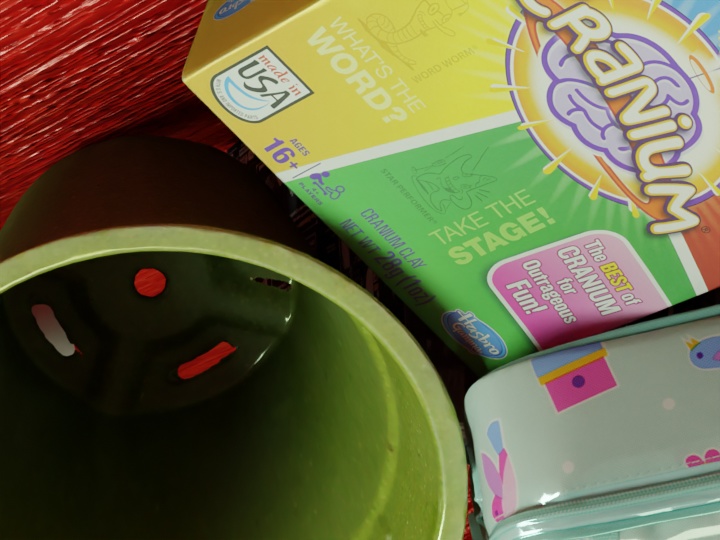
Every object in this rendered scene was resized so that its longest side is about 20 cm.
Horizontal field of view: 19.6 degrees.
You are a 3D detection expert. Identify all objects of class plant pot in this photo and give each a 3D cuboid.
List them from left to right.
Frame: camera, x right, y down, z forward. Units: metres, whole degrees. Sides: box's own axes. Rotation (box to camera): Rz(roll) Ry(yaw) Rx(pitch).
[{"bbox_3d":[-0.073,0.039,0.750,0.200,0.200,0.190,-22,-155,4],"label":"plant pot"}]

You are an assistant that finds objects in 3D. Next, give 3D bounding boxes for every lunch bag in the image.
[{"bbox_3d":[0.113,0.075,0.718,0.160,0.077,0.200,-15,159,4],"label":"lunch bag"}]

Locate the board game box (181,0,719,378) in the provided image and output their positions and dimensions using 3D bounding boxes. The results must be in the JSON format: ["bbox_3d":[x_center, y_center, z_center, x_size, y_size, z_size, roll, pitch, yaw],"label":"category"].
[{"bbox_3d":[0.071,-0.058,0.607,0.200,0.153,0.040,-25,-147,35],"label":"board game box"}]

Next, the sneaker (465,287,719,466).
[{"bbox_3d":[0.112,0.015,0.772,0.085,0.077,0.200,7,154,-27],"label":"sneaker"}]

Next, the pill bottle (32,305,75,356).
[{"bbox_3d":[-0.215,0.057,0.828,0.113,0.114,0.200,-25,175,39],"label":"pill bottle"}]

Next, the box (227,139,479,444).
[{"bbox_3d":[0.000,0.000,0.849,0.050,0.158,0.200,1,167,-22],"label":"box"}]
